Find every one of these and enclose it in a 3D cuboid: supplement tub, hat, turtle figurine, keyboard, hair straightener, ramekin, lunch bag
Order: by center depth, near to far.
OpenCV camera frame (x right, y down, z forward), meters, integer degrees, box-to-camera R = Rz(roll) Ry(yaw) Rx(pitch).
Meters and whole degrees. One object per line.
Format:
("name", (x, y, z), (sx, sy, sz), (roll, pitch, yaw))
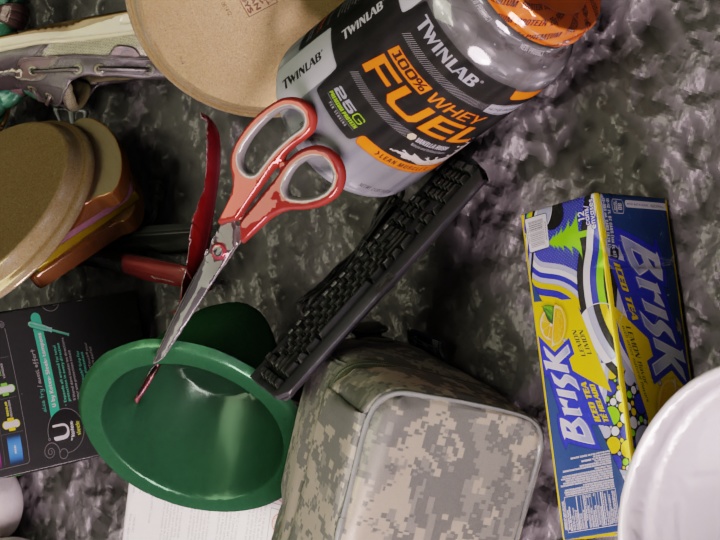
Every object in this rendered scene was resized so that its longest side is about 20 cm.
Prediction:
("ramekin", (0.247, 0.146, 1.232), (0.200, 0.105, 0.201), (-2, 87, 48))
("supplement tub", (0.049, -0.141, 1.445), (0.200, 0.122, 0.123), (-36, 63, 40))
("lunch bag", (0.012, 0.145, 1.464), (0.168, 0.139, 0.200), (28, 107, 62))
("keyboard", (0.000, 0.000, 1.489), (0.200, 0.021, 0.127), (-47, 13, -5))
("hat", (-0.091, 0.043, 1.605), (0.200, 0.165, 0.176), (121, 170, -47))
("hair straightener", (-0.165, -0.029, 1.747), (0.200, 0.041, 0.077), (4, 65, 52))
("turtle figurine", (-0.286, -0.145, 1.835), (0.150, 0.101, 0.200), (-7, 78, 47))

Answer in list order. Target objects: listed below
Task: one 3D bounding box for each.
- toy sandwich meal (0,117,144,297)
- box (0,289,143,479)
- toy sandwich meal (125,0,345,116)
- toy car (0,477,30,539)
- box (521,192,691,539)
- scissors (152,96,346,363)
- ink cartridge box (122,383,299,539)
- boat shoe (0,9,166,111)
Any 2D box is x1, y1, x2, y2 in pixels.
("toy sandwich meal", (-0.259, -0.034, 1.737), (0.205, 0.070, 0.205), (-25, 41, 23))
("box", (-0.278, 0.094, 1.721), (0.148, 0.200, 0.125), (-11, 90, 47))
("toy sandwich meal", (-0.066, -0.205, 1.567), (0.205, 0.205, 0.070), (-61, 8, 26))
("toy car", (-0.345, 0.254, 1.835), (0.175, 0.150, 0.200), (-53, 53, 32))
("box", (0.152, 0.057, 1.364), (0.064, 0.070, 0.200), (-15, 77, 45))
("scissors", (-0.088, -0.027, 1.469), (0.200, 0.014, 0.073), (-43, 84, 22))
("ink cartridge box", (-0.076, 0.161, 1.640), (0.200, 0.050, 0.161), (11, 96, 29))
("boat shoe", (-0.225, -0.153, 1.740), (0.200, 0.073, 0.065), (-12, 87, 19))
